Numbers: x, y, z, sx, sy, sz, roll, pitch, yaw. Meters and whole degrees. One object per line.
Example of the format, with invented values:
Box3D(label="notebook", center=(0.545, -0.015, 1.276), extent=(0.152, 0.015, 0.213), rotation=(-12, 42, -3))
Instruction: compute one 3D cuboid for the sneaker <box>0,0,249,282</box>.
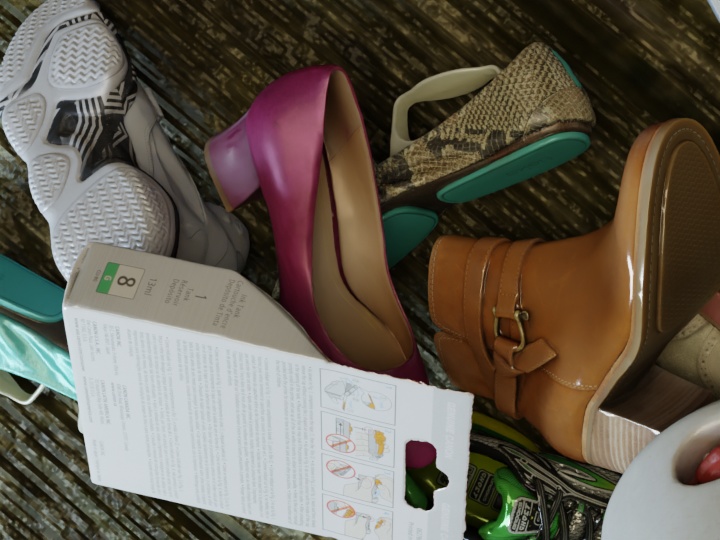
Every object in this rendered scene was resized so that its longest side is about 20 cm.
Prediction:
Box3D(label="sneaker", center=(-0.123, -0.048, 1.352), extent=(0.075, 0.115, 0.200), rotation=(-29, 55, 13))

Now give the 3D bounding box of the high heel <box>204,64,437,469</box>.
Box3D(label="high heel", center=(0.000, 0.000, 1.253), extent=(0.096, 0.067, 0.200), rotation=(-30, 94, 45))

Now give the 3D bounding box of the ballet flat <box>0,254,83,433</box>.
Box3D(label="ballet flat", center=(-0.155, 0.046, 1.379), extent=(0.200, 0.067, 0.071), rotation=(24, 125, 9))

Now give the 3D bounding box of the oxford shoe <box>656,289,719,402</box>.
Box3D(label="oxford shoe", center=(0.205, 0.060, 1.301), extent=(0.200, 0.070, 0.075), rotation=(50, 127, 5))

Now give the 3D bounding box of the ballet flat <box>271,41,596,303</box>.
Box3D(label="ballet flat", center=(0.028, -0.052, 1.321), extent=(0.200, 0.068, 0.075), rotation=(-33, 68, 22))

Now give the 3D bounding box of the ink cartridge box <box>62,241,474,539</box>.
Box3D(label="ink cartridge box", center=(-0.040, 0.067, 1.259), extent=(0.199, 0.161, 0.050), rotation=(10, 54, 8))

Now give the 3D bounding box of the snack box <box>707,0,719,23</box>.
Box3D(label="snack box", center=(0.270, -0.159, 1.252), extent=(0.200, 0.068, 0.169), rotation=(-29, 90, 13))

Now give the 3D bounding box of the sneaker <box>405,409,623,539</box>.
Box3D(label="sneaker", center=(0.101, 0.131, 1.312), extent=(0.200, 0.085, 0.078), rotation=(16, 100, 10))

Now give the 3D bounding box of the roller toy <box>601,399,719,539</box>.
Box3D(label="roller toy", center=(0.205, 0.158, 1.200), extent=(0.200, 0.140, 0.183), rotation=(21, 123, -16))

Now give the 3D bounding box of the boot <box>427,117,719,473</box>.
Box3D(label="boot", center=(0.100, 0.003, 1.262), extent=(0.155, 0.074, 0.200), rotation=(24, 123, 38))
